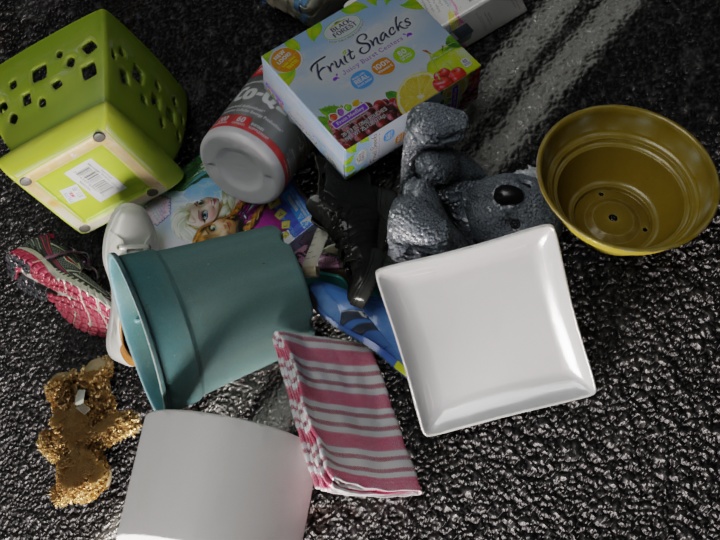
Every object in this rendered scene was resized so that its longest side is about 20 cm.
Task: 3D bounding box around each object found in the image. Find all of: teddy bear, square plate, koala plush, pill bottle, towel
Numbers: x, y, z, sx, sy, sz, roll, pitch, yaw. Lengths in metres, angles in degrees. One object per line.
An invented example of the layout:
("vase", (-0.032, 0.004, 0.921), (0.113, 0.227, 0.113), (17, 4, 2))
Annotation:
("teddy bear", (-0.338, 0.198, 1.733), (0.144, 0.067, 0.201), (-31, 52, -1))
("square plate", (0.136, 0.064, 1.515), (0.196, 0.028, 0.202), (-15, 105, 8))
("koala plush", (0.139, -0.069, 1.586), (0.198, 0.184, 0.179), (9, 68, 5))
("pill bottle", (-0.102, -0.186, 1.717), (0.113, 0.114, 0.201), (9, 48, 27))
("towel", (-0.012, 0.156, 1.550), (0.030, 0.146, 0.201), (-41, 54, 35))

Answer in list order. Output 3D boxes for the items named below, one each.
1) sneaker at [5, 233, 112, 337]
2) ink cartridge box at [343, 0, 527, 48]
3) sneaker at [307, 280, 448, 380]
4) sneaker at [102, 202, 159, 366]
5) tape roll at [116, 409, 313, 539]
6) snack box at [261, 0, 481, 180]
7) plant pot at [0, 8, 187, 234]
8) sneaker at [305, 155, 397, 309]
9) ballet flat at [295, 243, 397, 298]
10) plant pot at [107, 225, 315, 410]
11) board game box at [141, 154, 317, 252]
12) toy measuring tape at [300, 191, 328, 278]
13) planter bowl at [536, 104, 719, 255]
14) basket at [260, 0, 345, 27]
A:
("sneaker", (-0.369, 0.012, 1.814), (0.199, 0.081, 0.075), (33, 52, 24))
("ink cartridge box", (0.092, -0.329, 1.751), (0.199, 0.067, 0.118), (-29, 61, 10))
("sneaker", (0.028, 0.054, 1.601), (0.199, 0.066, 0.079), (33, 104, 22))
("sneaker", (-0.270, 0.019, 1.724), (0.084, 0.072, 0.202), (10, 102, 60))
("tape roll", (-0.155, 0.247, 1.539), (0.201, 0.203, 0.140), (2, 69, 25))
("snack box", (0.011, -0.225, 1.635), (0.199, 0.068, 0.169), (-32, 64, -18))
("plant pot", (-0.343, -0.176, 1.789), (0.198, 0.200, 0.183), (-25, 51, 17))
("sneaker", (-0.020, -0.052, 1.595), (0.103, 0.060, 0.201), (20, 53, -7))
("ballet flat", (0.000, 0.000, 1.659), (0.199, 0.069, 0.071), (11, 58, 29))
("plant pot", (-0.167, 0.046, 1.612), (0.195, 0.201, 0.201), (-19, 58, -16))
("board game box", (-0.167, -0.062, 1.770), (0.199, 0.041, 0.200), (-39, 58, 5))
("toy measuring tape", (-0.026, -0.053, 1.672), (0.073, 0.074, 0.201), (-2, 49, 24))
("planter bowl", (0.282, -0.079, 1.530), (0.198, 0.084, 0.202), (3, 55, -4))
("basket", (-0.089, -0.428, 1.833), (0.200, 0.139, 0.177), (38, 88, 22))
